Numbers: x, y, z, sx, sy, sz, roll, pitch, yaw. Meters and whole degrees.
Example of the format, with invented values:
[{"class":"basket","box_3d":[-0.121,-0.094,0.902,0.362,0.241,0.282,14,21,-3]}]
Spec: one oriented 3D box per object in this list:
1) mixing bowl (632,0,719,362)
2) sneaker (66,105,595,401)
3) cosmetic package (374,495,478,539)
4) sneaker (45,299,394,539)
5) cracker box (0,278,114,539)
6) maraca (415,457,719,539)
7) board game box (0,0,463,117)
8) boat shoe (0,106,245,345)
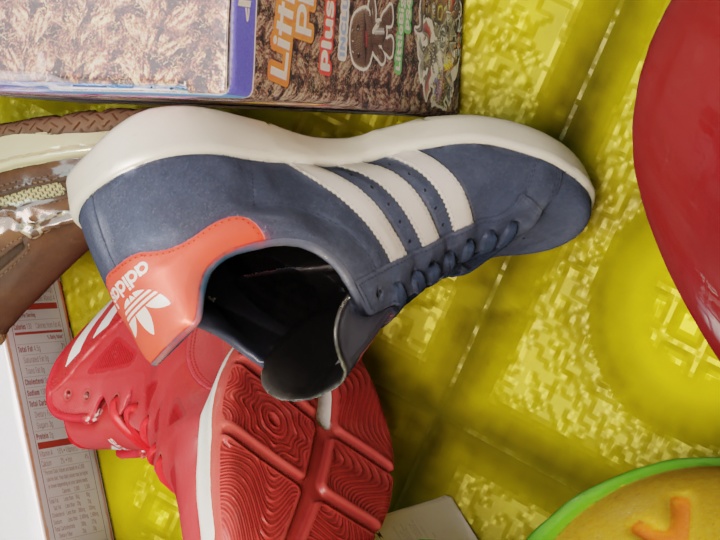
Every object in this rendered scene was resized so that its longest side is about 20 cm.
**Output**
[{"class":"mixing bowl","box_3d":[0.158,-0.048,0.831,0.108,0.200,0.200,41,107,42]},{"class":"sneaker","box_3d":[0.000,0.000,0.880,0.075,0.200,0.085,-46,54,47]},{"class":"cosmetic package","box_3d":[0.050,0.177,0.920,0.051,0.083,0.200,-36,77,19]},{"class":"sneaker","box_3d":[-0.054,0.061,0.931,0.078,0.200,0.115,39,123,-23]},{"class":"cracker box","box_3d":[-0.165,0.105,1.021,0.134,0.058,0.201,-14,85,21]},{"class":"maraca","box_3d":[0.095,0.131,0.864,0.199,0.107,0.138,-8,72,-16]},{"class":"board game box","box_3d":[-0.072,-0.105,0.902,0.159,0.200,0.097,4,92,22]},{"class":"boat shoe","box_3d":[-0.128,-0.010,0.949,0.202,0.075,0.075,-7,86,18]}]
